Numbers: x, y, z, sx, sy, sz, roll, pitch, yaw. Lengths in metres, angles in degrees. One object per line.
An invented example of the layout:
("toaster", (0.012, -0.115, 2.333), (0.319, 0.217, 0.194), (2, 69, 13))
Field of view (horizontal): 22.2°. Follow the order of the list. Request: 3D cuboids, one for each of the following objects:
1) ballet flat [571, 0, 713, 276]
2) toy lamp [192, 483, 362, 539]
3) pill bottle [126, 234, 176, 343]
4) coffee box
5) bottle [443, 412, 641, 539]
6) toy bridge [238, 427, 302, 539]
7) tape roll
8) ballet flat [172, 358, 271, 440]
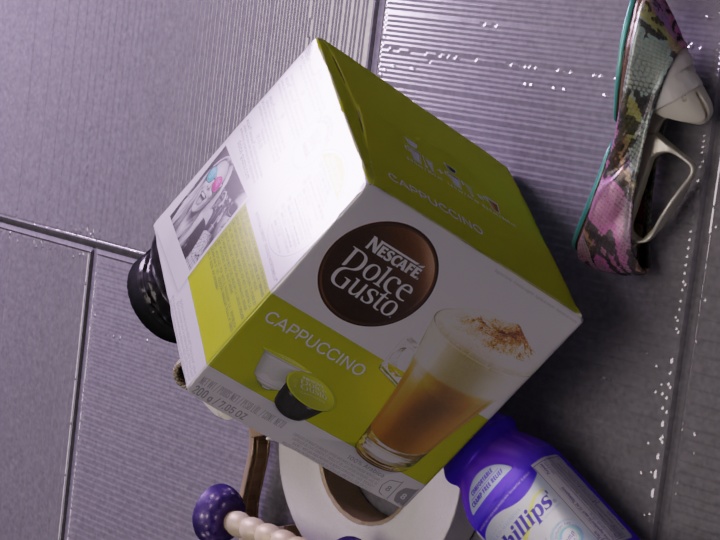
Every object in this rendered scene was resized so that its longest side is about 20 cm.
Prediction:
("ballet flat", (0.200, -0.090, 1.258), (0.071, 0.069, 0.201), (19, 108, 24))
("toy lamp", (-0.051, 0.221, 1.452), (0.199, 0.058, 0.059), (15, 100, 46))
("pill bottle", (-0.102, -0.018, 1.511), (0.200, 0.112, 0.112), (-33, 68, 38))
("coffee box", (0.000, 0.000, 1.286), (0.198, 0.199, 0.200), (-47, 31, 20))
("bottle", (0.118, 0.164, 1.314), (0.200, 0.065, 0.084), (48, 115, 23))
("toy bridge", (-0.074, 0.224, 1.543), (0.067, 0.027, 0.201), (-14, 80, 46))
("tape roll", (0.016, 0.146, 1.449), (0.202, 0.037, 0.204), (-1, 89, 44))
("ballet flat", (-0.076, 0.100, 1.459), (0.199, 0.075, 0.068), (15, 123, 42))
